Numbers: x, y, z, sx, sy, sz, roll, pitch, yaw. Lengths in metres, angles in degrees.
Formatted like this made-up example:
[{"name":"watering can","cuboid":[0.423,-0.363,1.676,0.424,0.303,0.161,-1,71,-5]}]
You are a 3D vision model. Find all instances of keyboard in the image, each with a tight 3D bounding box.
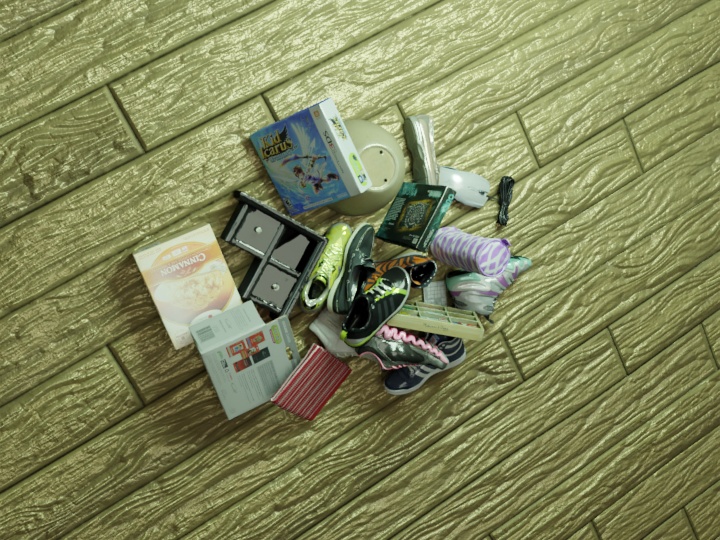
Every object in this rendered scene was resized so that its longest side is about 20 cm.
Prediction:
[{"name":"keyboard","cuboid":[0.168,0.123,1.646,0.056,0.011,0.200,-6,99,-18]}]

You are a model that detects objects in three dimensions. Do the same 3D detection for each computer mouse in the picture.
[{"name":"computer mouse","cuboid":[0.249,-0.172,1.617,0.200,0.044,0.110,13,94,-20]}]

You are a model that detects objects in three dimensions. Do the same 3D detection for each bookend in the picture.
[{"name":"bookend","cuboid":[-0.200,-0.025,1.458,0.200,0.092,0.199,29,87,-19]}]

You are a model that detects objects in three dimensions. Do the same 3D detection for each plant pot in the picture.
[{"name":"plant pot","cuboid":[0.009,-0.206,1.483,0.200,0.134,0.201,-2,97,-18]}]

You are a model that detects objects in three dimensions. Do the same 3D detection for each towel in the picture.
[{"name":"towel","cuboid":[-0.097,0.229,1.498,0.145,0.022,0.200,-52,152,-5]}]

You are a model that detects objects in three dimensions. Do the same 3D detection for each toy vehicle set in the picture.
[{"name":"toy vehicle set","cuboid":[0.150,0.100,1.550,0.200,0.124,0.027,10,104,-4]}]

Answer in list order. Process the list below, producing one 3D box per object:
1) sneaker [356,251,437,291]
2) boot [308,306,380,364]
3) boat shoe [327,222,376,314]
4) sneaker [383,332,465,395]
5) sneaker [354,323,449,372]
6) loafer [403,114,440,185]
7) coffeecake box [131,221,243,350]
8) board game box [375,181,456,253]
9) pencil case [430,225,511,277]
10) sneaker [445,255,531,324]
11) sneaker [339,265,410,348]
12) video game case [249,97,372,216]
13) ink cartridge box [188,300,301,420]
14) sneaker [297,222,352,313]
[{"name":"sneaker","cuboid":[0.067,0.012,1.542,0.200,0.112,0.078,-24,103,-13]},{"name":"boot","cuboid":[-0.019,0.158,1.563,0.096,0.074,0.200,-44,100,-2]},{"name":"boat shoe","cuboid":[-0.001,-0.001,1.498,0.075,0.066,0.200,44,65,-51]},{"name":"sneaker","cuboid":[0.133,0.184,1.580,0.200,0.070,0.109,-26,138,-13]},{"name":"sneaker","cuboid":[0.079,0.170,1.508,0.200,0.079,0.095,22,92,2]},{"name":"loafer","cuboid":[0.145,-0.230,1.562,0.063,0.072,0.200,-15,99,-20]},{"name":"coffeecake box","cuboid":[-0.329,0.028,1.431,0.153,0.073,0.200,-24,105,-15]},{"name":"board game box","cuboid":[0.108,-0.111,1.494,0.028,0.200,0.135,29,88,-24]},{"name":"pencil case","cuboid":[0.227,-0.042,1.550,0.086,0.200,0.084,-46,119,-9]},{"name":"sneaker","cuboid":[0.294,0.050,1.650,0.200,0.078,0.140,-15,103,-7]},{"name":"sneaker","cuboid":[0.030,0.066,1.443,0.200,0.072,0.083,-54,154,-19]},{"name":"video game case","cuboid":[-0.098,-0.212,1.418,0.045,0.200,0.181,-41,111,-46]},{"name":"ink cartridge box","cuboid":[-0.215,0.167,1.441,0.175,0.084,0.200,-23,132,-15]},{"name":"sneaker","cuboid":[-0.065,-0.003,1.511,0.075,0.076,0.200,22,88,-9]}]
